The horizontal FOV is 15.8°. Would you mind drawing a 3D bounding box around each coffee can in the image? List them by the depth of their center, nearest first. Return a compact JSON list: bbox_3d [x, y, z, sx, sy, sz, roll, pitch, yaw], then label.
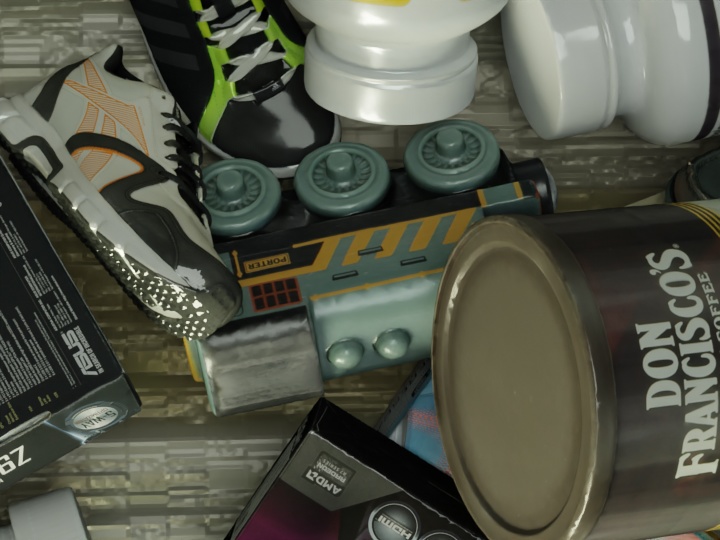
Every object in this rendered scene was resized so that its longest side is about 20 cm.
[{"bbox_3d":[0.151,0.040,1.124,0.200,0.146,0.146,-6,90,-25],"label":"coffee can"}]

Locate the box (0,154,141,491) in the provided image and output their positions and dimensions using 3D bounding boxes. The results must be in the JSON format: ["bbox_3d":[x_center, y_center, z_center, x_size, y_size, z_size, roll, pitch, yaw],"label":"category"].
[{"bbox_3d":[-0.215,0.017,1.179,0.160,0.044,0.200,-31,65,-6],"label":"box"}]

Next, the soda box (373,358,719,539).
[{"bbox_3d":[0.101,0.118,1.239,0.200,0.068,0.064,34,95,-4],"label":"soda box"}]

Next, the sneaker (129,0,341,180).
[{"bbox_3d":[-0.077,-0.130,1.218,0.072,0.083,0.200,-33,93,-5],"label":"sneaker"}]

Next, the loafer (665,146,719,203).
[{"bbox_3d":[0.243,-0.050,1.239,0.200,0.063,0.072,-3,55,-21],"label":"loafer"}]

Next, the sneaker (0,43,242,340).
[{"bbox_3d":[-0.101,-0.043,1.170,0.080,0.200,0.074,-35,135,-9],"label":"sneaker"}]

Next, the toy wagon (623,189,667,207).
[{"bbox_3d":[0.183,0.055,1.238,0.155,0.040,0.200,-21,83,-26],"label":"toy wagon"}]

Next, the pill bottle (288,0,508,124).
[{"bbox_3d":[0.018,-0.172,1.164,0.112,0.112,0.200,0,119,-6],"label":"pill bottle"}]

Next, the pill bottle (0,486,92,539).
[{"bbox_3d":[-0.213,0.174,1.187,0.200,0.110,0.110,-20,91,-6],"label":"pill bottle"}]

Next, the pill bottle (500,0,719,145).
[{"bbox_3d":[0.173,-0.121,1.222,0.200,0.111,0.111,-12,91,-12],"label":"pill bottle"}]

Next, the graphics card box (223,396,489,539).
[{"bbox_3d":[-0.021,0.173,1.205,0.125,0.051,0.200,33,107,-4],"label":"graphics card box"}]

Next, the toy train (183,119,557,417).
[{"bbox_3d":[0.000,0.000,1.205,0.200,0.085,0.114,-11,48,-4],"label":"toy train"}]
